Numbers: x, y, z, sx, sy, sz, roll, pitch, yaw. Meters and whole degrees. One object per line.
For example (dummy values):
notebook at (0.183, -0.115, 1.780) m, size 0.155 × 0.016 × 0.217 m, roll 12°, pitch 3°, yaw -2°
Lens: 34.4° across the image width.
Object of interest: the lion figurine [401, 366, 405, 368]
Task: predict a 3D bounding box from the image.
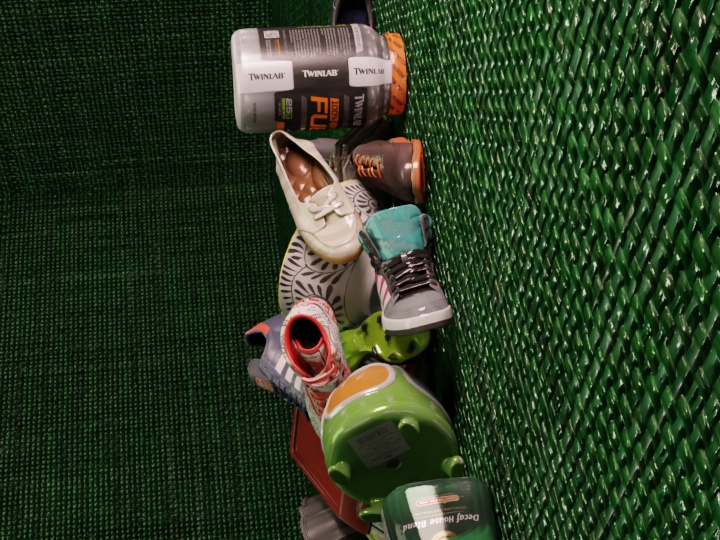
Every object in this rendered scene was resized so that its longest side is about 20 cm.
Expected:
lion figurine at (0.012, 0.144, 1.540) m, size 0.200 × 0.072 × 0.123 m, roll 116°, pitch 146°, yaw -59°

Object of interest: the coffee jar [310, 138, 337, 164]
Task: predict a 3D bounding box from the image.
coffee jar at (-0.039, -0.077, 1.626) m, size 0.085 × 0.104 × 0.201 m, roll -54°, pitch -28°, yaw -59°

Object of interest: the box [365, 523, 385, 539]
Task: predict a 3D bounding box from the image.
box at (0.020, 0.278, 1.474) m, size 0.200 × 0.035 × 0.110 m, roll 46°, pitch 134°, yaw 51°

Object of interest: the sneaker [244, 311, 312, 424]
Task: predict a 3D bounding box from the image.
sneaker at (-0.089, 0.139, 1.435) m, size 0.075 × 0.084 × 0.200 m, roll 83°, pitch 164°, yaw -45°

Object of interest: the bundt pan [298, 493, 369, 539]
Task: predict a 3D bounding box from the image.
bundt pan at (0.004, 0.378, 1.573) m, size 0.202 × 0.076 × 0.202 m, roll 56°, pitch -170°, yaw -15°

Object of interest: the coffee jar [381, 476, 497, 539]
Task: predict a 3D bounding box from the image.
coffee jar at (0.082, 0.287, 1.021) m, size 0.085 × 0.104 × 0.201 m, roll 90°, pitch 171°, yaw -51°

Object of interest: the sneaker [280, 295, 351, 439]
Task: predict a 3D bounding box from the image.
sneaker at (-0.041, 0.131, 1.303) m, size 0.108 × 0.067 × 0.202 m, roll -37°, pitch -68°, yaw -81°

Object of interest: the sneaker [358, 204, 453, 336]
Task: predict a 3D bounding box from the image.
sneaker at (0.049, -0.006, 1.223) m, size 0.200 × 0.083 × 0.121 m, roll -127°, pitch 24°, yaw -79°

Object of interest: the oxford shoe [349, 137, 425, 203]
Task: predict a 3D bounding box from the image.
oxford shoe at (0.030, -0.111, 1.311) m, size 0.200 × 0.072 × 0.072 m, roll -134°, pitch 41°, yaw -78°

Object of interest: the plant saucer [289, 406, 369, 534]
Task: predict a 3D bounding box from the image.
plant saucer at (-0.039, 0.207, 1.498) m, size 0.200 × 0.037 × 0.201 m, roll 42°, pitch 132°, yaw 53°

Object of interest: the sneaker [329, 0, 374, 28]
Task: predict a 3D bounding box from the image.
sneaker at (-0.016, -0.294, 1.575) m, size 0.078 × 0.070 × 0.201 m, roll -95°, pitch 4°, yaw -69°

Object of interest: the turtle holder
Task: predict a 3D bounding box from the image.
turtle holder at (0.042, 0.177, 1.235) m, size 0.141 × 0.185 × 0.132 m, roll -53°, pitch 29°, yaw 25°

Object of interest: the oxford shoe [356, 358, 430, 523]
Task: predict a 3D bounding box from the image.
oxford shoe at (0.055, 0.199, 1.352) m, size 0.070 × 0.075 × 0.201 m, roll -88°, pitch 14°, yaw -82°

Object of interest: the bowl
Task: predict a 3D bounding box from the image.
bowl at (0.000, 0.000, 1.407) m, size 0.094 × 0.201 × 0.201 m, roll 26°, pitch 135°, yaw 28°

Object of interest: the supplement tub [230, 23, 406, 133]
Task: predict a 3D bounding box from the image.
supplement tub at (-0.050, -0.227, 1.374) m, size 0.123 × 0.199 × 0.123 m, roll 176°, pitch 90°, yaw -84°

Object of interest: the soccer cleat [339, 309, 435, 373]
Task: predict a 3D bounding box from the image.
soccer cleat at (0.031, 0.082, 1.368) m, size 0.200 × 0.081 × 0.068 m, roll -21°, pitch 81°, yaw 52°

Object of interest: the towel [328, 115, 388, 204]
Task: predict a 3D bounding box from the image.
towel at (0.001, -0.094, 1.502) m, size 0.133 × 0.034 × 0.201 m, roll -49°, pitch -34°, yaw -50°

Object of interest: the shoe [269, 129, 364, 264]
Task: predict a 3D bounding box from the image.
shoe at (-0.055, -0.086, 1.319) m, size 0.200 × 0.070 × 0.053 m, roll 59°, pitch -178°, yaw 38°
